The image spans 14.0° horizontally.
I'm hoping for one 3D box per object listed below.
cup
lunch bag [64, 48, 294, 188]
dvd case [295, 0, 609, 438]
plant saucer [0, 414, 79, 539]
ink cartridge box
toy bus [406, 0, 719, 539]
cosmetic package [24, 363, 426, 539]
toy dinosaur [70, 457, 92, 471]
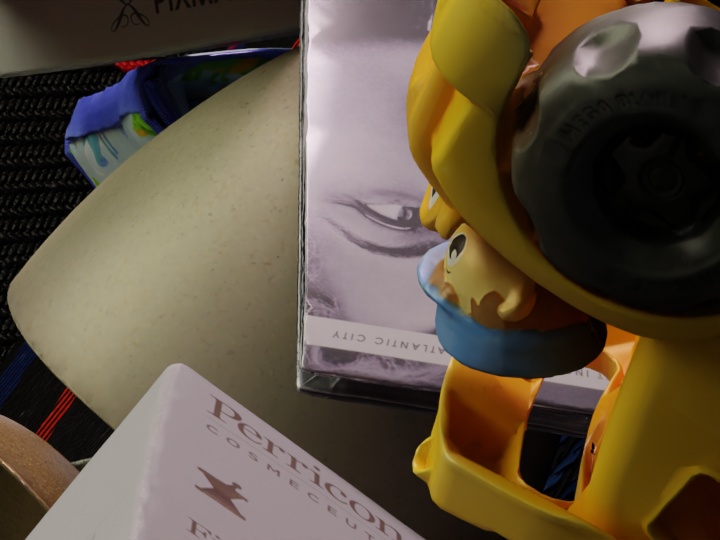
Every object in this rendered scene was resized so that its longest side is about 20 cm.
[{"bbox_3d":[0.000,0.000,1.010,0.143,0.200,0.200,-57,8,11],"label":"cup"},{"bbox_3d":[-0.024,-0.031,1.265,0.128,0.200,0.170,-66,13,-11],"label":"lunch bag"},{"bbox_3d":[0.053,-0.031,0.912,0.016,0.149,0.200,110,165,-46],"label":"dvd case"},{"bbox_3d":[-0.143,0.131,1.314,0.035,0.200,0.200,-39,2,-27],"label":"plant saucer"},{"bbox_3d":[-0.067,-0.100,1.065,0.200,0.044,0.174,-5,6,41],"label":"ink cartridge box"},{"bbox_3d":[0.079,0.020,0.649,0.192,0.200,0.136,-55,5,34],"label":"toy bus"},{"bbox_3d":[-0.039,0.159,0.757,0.166,0.167,0.200,-51,10,12],"label":"cosmetic package"},{"bbox_3d":[-0.088,0.102,1.412,0.200,0.088,0.047,-19,51,6],"label":"toy dinosaur"}]
